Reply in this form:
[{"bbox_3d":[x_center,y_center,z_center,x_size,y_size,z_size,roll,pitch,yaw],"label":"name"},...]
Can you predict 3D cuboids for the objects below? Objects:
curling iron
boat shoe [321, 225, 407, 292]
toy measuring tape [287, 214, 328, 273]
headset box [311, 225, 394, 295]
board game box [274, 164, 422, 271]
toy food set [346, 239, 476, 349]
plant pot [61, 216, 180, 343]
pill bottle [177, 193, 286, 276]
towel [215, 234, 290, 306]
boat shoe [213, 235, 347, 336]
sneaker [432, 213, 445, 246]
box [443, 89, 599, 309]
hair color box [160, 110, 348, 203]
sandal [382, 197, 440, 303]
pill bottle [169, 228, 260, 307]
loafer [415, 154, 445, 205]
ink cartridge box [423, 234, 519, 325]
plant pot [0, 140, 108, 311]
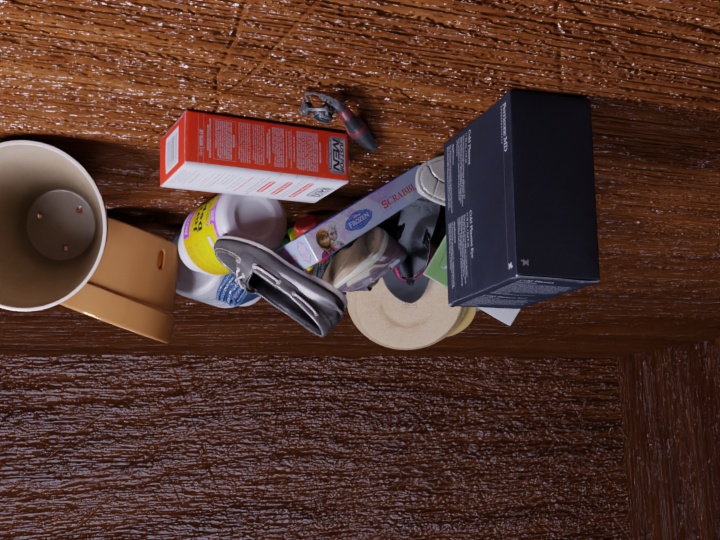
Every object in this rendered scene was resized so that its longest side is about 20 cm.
[{"bbox_3d":[-0.014,-0.161,1.070,0.049,0.026,0.200,17,-179,20],"label":"curling iron"},{"bbox_3d":[0.000,0.000,1.401,0.064,0.073,0.200,28,148,-16],"label":"boat shoe"},{"bbox_3d":[-0.061,-0.030,1.443,0.072,0.075,0.201,1,-153,-16],"label":"toy measuring tape"},{"bbox_3d":[0.017,0.000,1.616,0.170,0.095,0.200,14,165,-10],"label":"headset box"},{"bbox_3d":[-0.027,-0.056,1.302,0.198,0.042,0.199,-33,-177,-28],"label":"board game box"},{"bbox_3d":[0.075,0.033,1.491,0.196,0.201,0.049,-16,-150,9],"label":"toy food set"},{"bbox_3d":[-0.353,0.007,1.443,0.196,0.143,0.200,19,173,2],"label":"plant pot"},{"bbox_3d":[-0.189,-0.052,1.370,0.102,0.107,0.199,4,167,-31],"label":"pill bottle"},{"bbox_3d":[-0.146,-0.009,1.532,0.112,0.048,0.199,-52,167,22],"label":"towel"},{"bbox_3d":[-0.111,0.018,1.226,0.197,0.057,0.067,26,152,15],"label":"boat shoe"},{"bbox_3d":[0.155,-0.076,1.465,0.196,0.076,0.088,-12,148,16],"label":"sneaker"},{"bbox_3d":[0.175,-0.071,1.093,0.102,0.205,0.182,3,169,-17],"label":"box"},{"bbox_3d":[-0.122,-0.127,1.118,0.196,0.063,0.101,5,167,-28],"label":"hair color box"},{"bbox_3d":[0.073,-0.030,1.391,0.073,0.046,0.203,5,128,-5],"label":"sandal"},{"bbox_3d":[-0.230,0.000,1.597,0.112,0.117,0.200,-6,168,17],"label":"pill bottle"},{"bbox_3d":[0.162,-0.112,1.245,0.195,0.074,0.063,-4,177,-9],"label":"loafer"},{"bbox_3d":[0.168,-0.010,1.405,0.198,0.105,0.059,28,-173,-36],"label":"ink cartridge box"},{"bbox_3d":[-0.387,-0.055,1.189,0.183,0.192,0.200,-1,-177,-6],"label":"plant pot"}]
